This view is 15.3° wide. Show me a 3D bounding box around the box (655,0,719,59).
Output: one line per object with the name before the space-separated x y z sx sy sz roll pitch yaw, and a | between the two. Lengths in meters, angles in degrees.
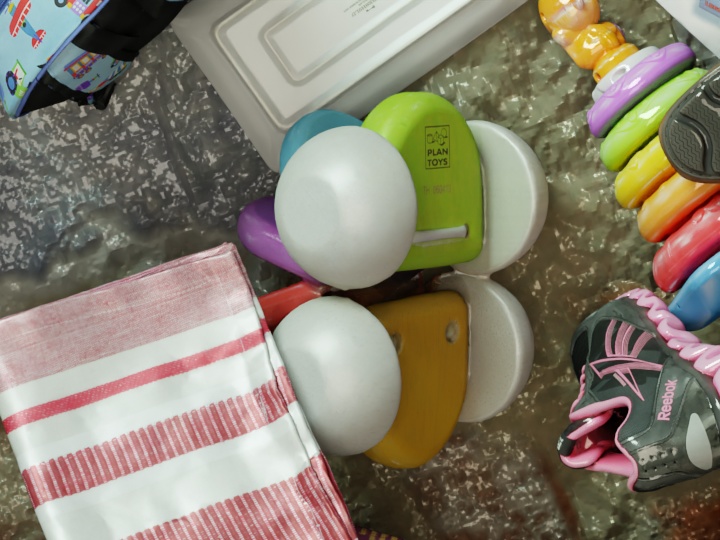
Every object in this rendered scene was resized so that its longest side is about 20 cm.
box | 0.263 -0.138 1.420 0.200 0.038 0.137 42 100 -3

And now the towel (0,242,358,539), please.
towel | -0.094 0.094 1.329 0.144 0.023 0.201 -20 70 -11

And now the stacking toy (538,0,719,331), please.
stacking toy | 0.162 -0.078 1.439 0.110 0.116 0.200 -35 80 -11

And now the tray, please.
tray | 0.003 -0.150 1.466 0.200 0.022 0.108 -35 95 9

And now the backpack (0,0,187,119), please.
backpack | -0.147 -0.169 1.381 0.135 0.200 0.183 44 101 -5

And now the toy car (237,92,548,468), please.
toy car | 0.000 0.000 1.440 0.150 0.175 0.201 13 104 38

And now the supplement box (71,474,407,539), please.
supplement box | -0.064 0.186 1.382 0.199 0.103 0.131 15 93 2

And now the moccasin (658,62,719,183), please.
moccasin | 0.242 -0.109 1.369 0.201 0.078 0.074 -37 94 0

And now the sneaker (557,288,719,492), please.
sneaker | 0.138 0.069 1.404 0.095 0.200 0.079 -24 105 -11
